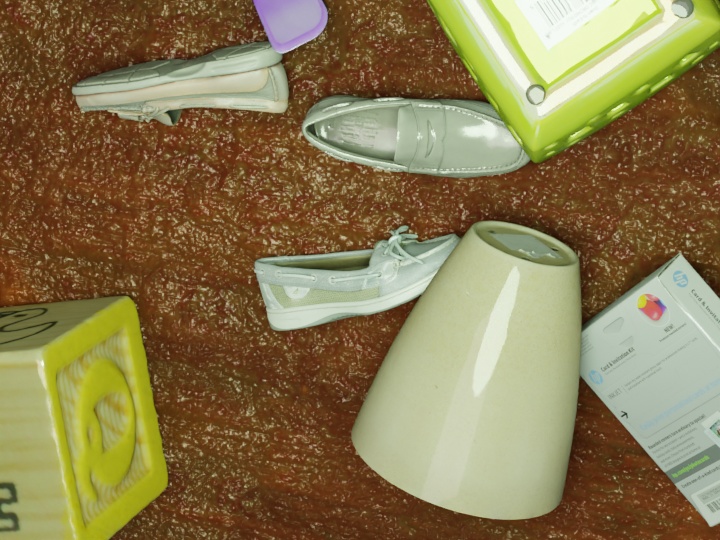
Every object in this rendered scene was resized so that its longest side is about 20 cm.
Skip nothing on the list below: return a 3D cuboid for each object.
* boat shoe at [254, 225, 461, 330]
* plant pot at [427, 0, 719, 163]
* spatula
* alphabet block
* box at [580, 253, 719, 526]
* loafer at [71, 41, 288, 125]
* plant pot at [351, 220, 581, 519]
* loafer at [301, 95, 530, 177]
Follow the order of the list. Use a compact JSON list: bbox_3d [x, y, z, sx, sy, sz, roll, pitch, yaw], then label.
[{"bbox_3d":[0.000,0.000,1.530,0.200,0.074,0.065,-14,104,28],"label":"boat shoe"},{"bbox_3d":[0.159,-0.208,1.344,0.199,0.181,0.200,-33,91,10],"label":"plant pot"},{"bbox_3d":[-0.088,-0.286,1.508,0.056,0.021,0.202,-25,92,1],"label":"spatula"},{"bbox_3d":[-0.314,0.146,1.611,0.198,0.195,0.198,-6,104,19],"label":"alphabet block"},{"bbox_3d":[0.274,0.102,1.440,0.200,0.041,0.156,48,144,2],"label":"box"},{"bbox_3d":[-0.158,-0.153,1.548,0.198,0.072,0.063,-8,108,18],"label":"loafer"},{"bbox_3d":[0.106,0.069,1.448,0.186,0.187,0.202,20,109,13],"label":"plant pot"},{"bbox_3d":[0.047,-0.111,1.485,0.198,0.070,0.071,4,105,17],"label":"loafer"}]
